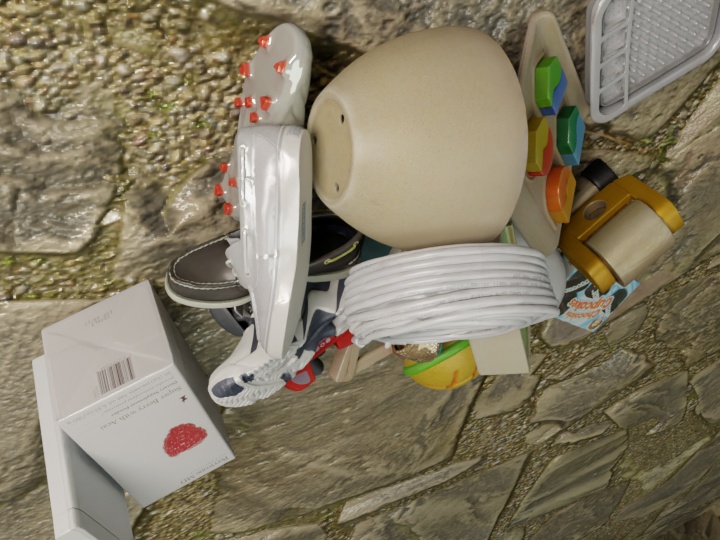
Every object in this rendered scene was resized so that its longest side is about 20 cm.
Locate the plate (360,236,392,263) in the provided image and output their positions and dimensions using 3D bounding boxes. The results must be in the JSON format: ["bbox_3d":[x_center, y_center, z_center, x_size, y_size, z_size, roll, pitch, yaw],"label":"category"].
[{"bbox_3d":[0.000,0.000,0.804,0.196,0.026,0.203,-19,138,-18],"label":"plate"}]

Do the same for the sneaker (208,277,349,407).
[{"bbox_3d":[-0.098,0.039,0.684,0.198,0.129,0.080,-39,156,-22],"label":"sneaker"}]

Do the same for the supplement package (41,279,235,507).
[{"bbox_3d":[-0.230,0.137,0.707,0.119,0.121,0.202,-26,140,-10],"label":"supplement package"}]

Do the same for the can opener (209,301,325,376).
[{"bbox_3d":[-0.109,0.069,0.791,0.065,0.055,0.201,-8,146,21],"label":"can opener"}]

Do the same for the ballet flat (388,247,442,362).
[{"bbox_3d":[0.064,0.006,0.759,0.064,0.070,0.206,-1,93,-29],"label":"ballet flat"}]

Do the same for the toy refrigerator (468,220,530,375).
[{"bbox_3d":[0.151,0.023,0.753,0.068,0.077,0.203,-6,129,21],"label":"toy refrigerator"}]

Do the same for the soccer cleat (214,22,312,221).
[{"bbox_3d":[-0.076,-0.128,0.599,0.076,0.070,0.202,-7,140,-35],"label":"soccer cleat"}]

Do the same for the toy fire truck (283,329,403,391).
[{"bbox_3d":[-0.017,0.085,0.791,0.198,0.048,0.143,-37,135,-20],"label":"toy fire truck"}]

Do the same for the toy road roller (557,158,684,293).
[{"bbox_3d":[0.331,-0.037,0.860,0.122,0.201,0.146,-41,118,9],"label":"toy road roller"}]

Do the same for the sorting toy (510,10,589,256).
[{"bbox_3d":[0.206,-0.141,0.719,0.185,0.036,0.204,39,65,-50],"label":"sorting toy"}]

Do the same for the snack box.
[{"bbox_3d":[0.364,0.032,1.073,0.197,0.037,0.117,17,119,-44],"label":"snack box"}]

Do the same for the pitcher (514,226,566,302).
[{"bbox_3d":[0.166,0.000,0.852,0.170,0.123,0.199,-38,131,14],"label":"pitcher"}]

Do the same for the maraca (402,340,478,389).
[{"bbox_3d":[0.131,0.099,0.919,0.135,0.109,0.199,-27,177,32],"label":"maraca"}]

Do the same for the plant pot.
[{"bbox_3d":[0.030,-0.108,0.577,0.131,0.202,0.204,-8,134,-29],"label":"plant pot"}]

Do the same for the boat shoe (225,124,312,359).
[{"bbox_3d":[-0.082,-0.022,0.567,0.067,0.072,0.205,8,116,7],"label":"boat shoe"}]

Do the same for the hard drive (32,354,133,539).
[{"bbox_3d":[-0.278,0.197,0.670,0.026,0.202,0.133,-25,140,-9],"label":"hard drive"}]

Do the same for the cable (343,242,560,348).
[{"bbox_3d":[0.081,0.025,0.613,0.194,0.071,0.200,-5,169,0],"label":"cable"}]

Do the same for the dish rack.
[{"bbox_3d":[0.327,-0.278,0.739,0.197,0.044,0.173,-30,139,-5],"label":"dish rack"}]

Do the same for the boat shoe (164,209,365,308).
[{"bbox_3d":[-0.090,-0.018,0.635,0.196,0.073,0.061,-12,153,-18],"label":"boat shoe"}]
